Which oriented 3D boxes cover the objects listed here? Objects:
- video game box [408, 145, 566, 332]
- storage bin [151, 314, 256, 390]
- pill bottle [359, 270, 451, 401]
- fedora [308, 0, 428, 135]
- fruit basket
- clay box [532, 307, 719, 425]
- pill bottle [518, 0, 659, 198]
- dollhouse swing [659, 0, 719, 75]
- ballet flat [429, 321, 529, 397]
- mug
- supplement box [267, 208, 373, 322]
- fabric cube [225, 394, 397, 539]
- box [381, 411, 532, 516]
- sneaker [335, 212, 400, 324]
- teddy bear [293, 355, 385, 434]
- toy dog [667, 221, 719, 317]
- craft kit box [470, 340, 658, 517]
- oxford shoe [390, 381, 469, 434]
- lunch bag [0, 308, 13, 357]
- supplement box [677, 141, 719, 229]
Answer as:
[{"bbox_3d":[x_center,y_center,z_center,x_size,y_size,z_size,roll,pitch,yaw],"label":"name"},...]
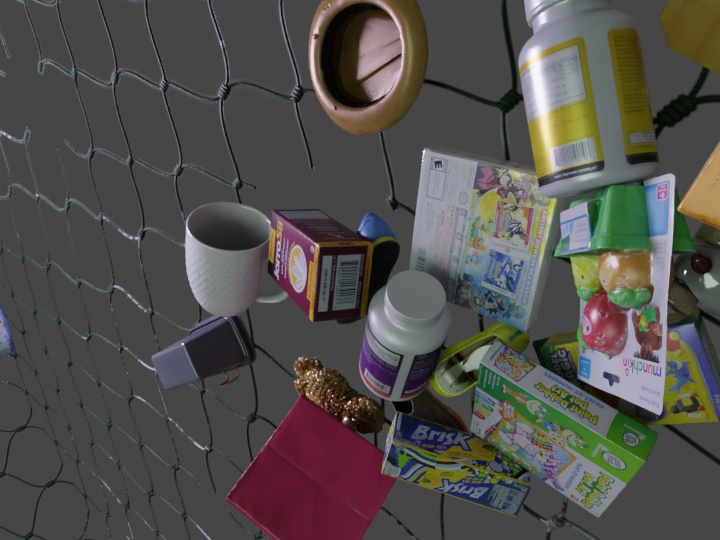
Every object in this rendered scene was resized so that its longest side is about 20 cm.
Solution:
[{"bbox_3d":[0.156,-0.045,0.680,0.181,0.047,0.202,23,121,33],"label":"video game box"},{"bbox_3d":[-0.336,0.188,1.115,0.199,0.134,0.146,-22,93,43],"label":"storage bin"},{"bbox_3d":[0.061,0.091,0.733,0.112,0.112,0.201,38,146,22],"label":"pill bottle"},{"bbox_3d":[0.020,-0.274,0.676,0.200,0.082,0.202,21,121,38],"label":"fedora"},{"bbox_3d":[0.246,0.021,0.522,0.093,0.185,0.202,9,89,2],"label":"fruit basket"},{"bbox_3d":[0.306,0.124,0.623,0.199,0.047,0.116,-21,94,41],"label":"clay box"},{"bbox_3d":[0.220,-0.180,0.522,0.111,0.112,0.202,-8,92,41],"label":"pill bottle"},{"bbox_3d":[0.383,-0.266,0.415,0.200,0.176,0.182,40,87,20],"label":"dollhouse swing"},{"bbox_3d":[0.151,0.131,0.740,0.067,0.067,0.200,52,131,9],"label":"ballet flat"},{"bbox_3d":[-0.214,-0.003,0.948,0.198,0.148,0.176,16,127,0],"label":"mug"},{"bbox_3d":[-0.067,-0.016,0.788,0.200,0.085,0.111,36,124,56],"label":"supplement box"},{"bbox_3d":[-0.070,0.362,0.867,0.199,0.200,0.197,31,153,14],"label":"fabric cube"},{"bbox_3d":[0.134,0.274,0.753,0.198,0.070,0.065,17,114,3],"label":"box"},{"bbox_3d":[0.000,0.000,0.822,0.079,0.065,0.201,60,142,36],"label":"sneaker"},{"bbox_3d":[-0.051,0.233,0.945,0.200,0.067,0.146,41,131,20],"label":"teddy bear"},{"bbox_3d":[0.368,0.028,0.478,0.199,0.096,0.133,17,94,33],"label":"toy dog"},{"bbox_3d":[0.236,0.202,0.661,0.197,0.049,0.201,27,148,27],"label":"craft kit box"},{"bbox_3d":[0.099,0.233,0.818,0.200,0.073,0.071,50,130,12],"label":"oxford shoe"},{"bbox_3d":[-1.460,0.262,2.035,0.127,0.170,0.202,6,113,37],"label":"lunch bag"},{"bbox_3d":[0.342,-0.065,0.417,0.126,0.199,0.074,34,122,25],"label":"supplement box"}]
